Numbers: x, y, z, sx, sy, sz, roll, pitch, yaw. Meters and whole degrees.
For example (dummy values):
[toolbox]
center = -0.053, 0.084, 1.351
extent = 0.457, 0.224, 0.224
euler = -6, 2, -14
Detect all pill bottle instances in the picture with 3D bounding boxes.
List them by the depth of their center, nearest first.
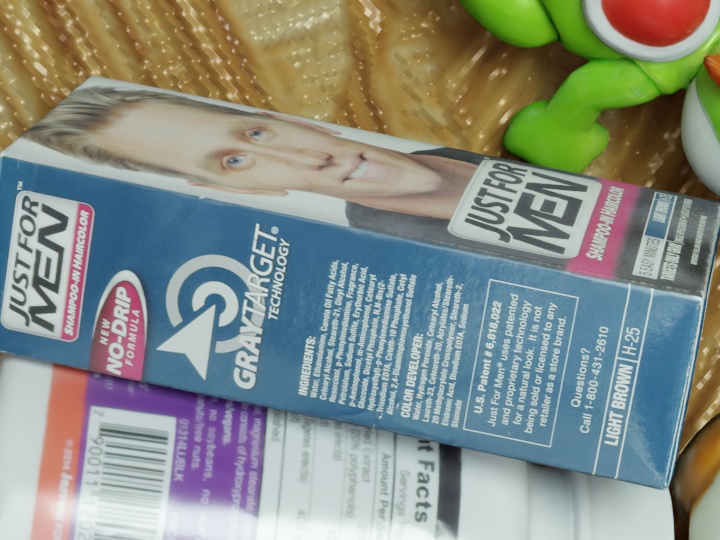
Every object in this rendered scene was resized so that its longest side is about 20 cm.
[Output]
[pill bottle]
center = -0.014, 0.085, 0.841
extent = 0.199, 0.111, 0.112
euler = 9, 88, -7

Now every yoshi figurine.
[yoshi figurine]
center = 0.101, -0.076, 0.879
extent = 0.200, 0.113, 0.112
euler = 42, 51, 8

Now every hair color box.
[hair color box]
center = 0.000, 0.000, 0.823
extent = 0.199, 0.100, 0.061
euler = 11, 108, 6

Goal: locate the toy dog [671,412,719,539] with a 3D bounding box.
[toy dog]
center = 0.193, 0.072, 0.826
extent = 0.199, 0.194, 0.140
euler = -24, 56, -4
